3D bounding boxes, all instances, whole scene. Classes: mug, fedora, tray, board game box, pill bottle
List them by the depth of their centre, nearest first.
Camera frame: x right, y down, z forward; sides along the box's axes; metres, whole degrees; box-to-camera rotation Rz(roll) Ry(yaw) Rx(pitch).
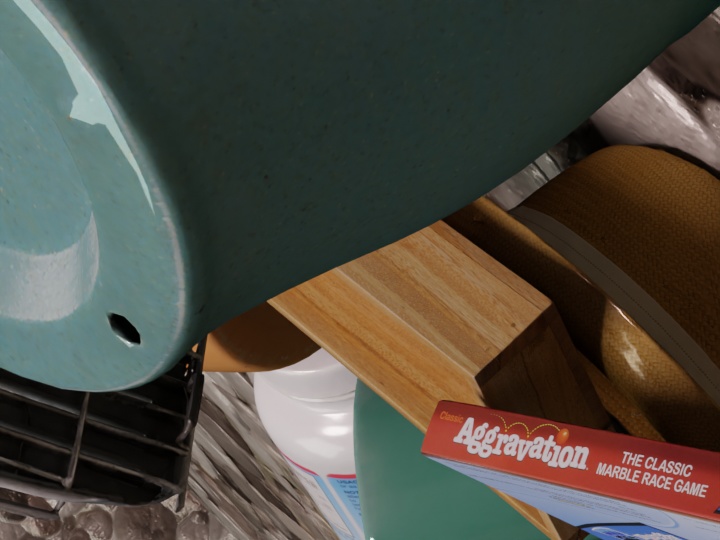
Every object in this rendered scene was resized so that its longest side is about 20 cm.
[{"bbox_3d":[0.112,0.069,0.625,0.103,0.019,0.200,29,168,-32],"label":"board game box"},{"bbox_3d":[0.000,0.000,0.781,0.200,0.037,0.099,37,164,40],"label":"tray"},{"bbox_3d":[0.098,0.022,0.793,0.201,0.082,0.201,46,169,11],"label":"fedora"},{"bbox_3d":[0.075,0.106,0.952,0.152,0.114,0.185,62,-161,-47],"label":"mug"},{"bbox_3d":[0.015,0.068,1.171,0.109,0.109,0.200,36,164,38],"label":"pill bottle"}]

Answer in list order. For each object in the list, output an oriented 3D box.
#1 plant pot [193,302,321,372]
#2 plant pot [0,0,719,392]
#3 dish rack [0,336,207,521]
[{"bbox_3d":[-0.076,-0.042,0.960,0.140,0.200,0.200,17,153,34],"label":"plant pot"},{"bbox_3d":[-0.030,-0.083,0.493,0.200,0.188,0.200,30,147,22],"label":"plant pot"},{"bbox_3d":[-0.100,-0.021,0.571,0.153,0.055,0.200,20,-141,-14],"label":"dish rack"}]
